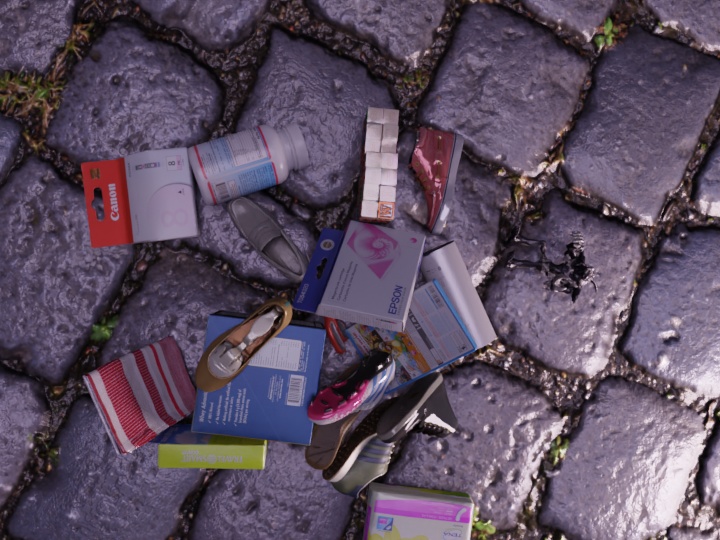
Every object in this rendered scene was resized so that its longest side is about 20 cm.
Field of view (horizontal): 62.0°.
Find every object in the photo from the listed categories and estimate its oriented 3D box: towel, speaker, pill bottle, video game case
[{"bbox_3d":[-0.360,0.205,1.016,0.023,0.200,0.145,-23,91,25],"label":"towel"},{"bbox_3d":[0.179,0.051,1.123,0.081,0.081,0.201,-25,91,-6],"label":"speaker"},{"bbox_3d":[-0.198,-0.195,1.072,0.199,0.109,0.109,-19,91,-11],"label":"pill bottle"},{"bbox_3d":[0.088,0.122,1.077,0.199,0.018,0.144,-31,93,23],"label":"video game case"}]

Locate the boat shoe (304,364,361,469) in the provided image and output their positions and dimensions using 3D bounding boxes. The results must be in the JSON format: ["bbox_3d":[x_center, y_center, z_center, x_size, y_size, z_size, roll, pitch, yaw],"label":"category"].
[{"bbox_3d":[-0.044,0.263,1.103,0.074,0.066,0.201,32,80,-1],"label":"boat shoe"}]

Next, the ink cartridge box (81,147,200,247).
[{"bbox_3d":[-0.399,-0.130,1.085,0.199,0.057,0.164,-7,90,-10],"label":"ink cartridge box"}]

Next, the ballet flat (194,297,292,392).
[{"bbox_3d":[-0.192,0.116,0.958,0.069,0.063,0.200,44,84,-2],"label":"ballet flat"}]

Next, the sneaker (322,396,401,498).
[{"bbox_3d":[0.026,0.335,1.116,0.200,0.067,0.090,-44,112,-13],"label":"sneaker"}]

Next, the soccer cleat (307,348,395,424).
[{"bbox_3d":[-0.006,0.217,1.025,0.200,0.070,0.087,-33,125,-38],"label":"soccer cleat"}]

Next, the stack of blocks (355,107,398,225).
[{"bbox_3d":[0.031,-0.189,1.095,0.058,0.115,0.202,5,88,-6],"label":"stack of blocks"}]

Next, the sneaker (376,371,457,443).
[{"bbox_3d":[0.112,0.273,1.071,0.200,0.075,0.107,-32,97,-48],"label":"sneaker"}]

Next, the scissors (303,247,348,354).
[{"bbox_3d":[-0.068,0.056,1.090,0.014,0.073,0.201,-19,103,21],"label":"scissors"}]

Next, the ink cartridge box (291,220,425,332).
[{"bbox_3d":[0.000,0.000,1.053,0.199,0.043,0.197,11,53,8],"label":"ink cartridge box"}]

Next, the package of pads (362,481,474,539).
[{"bbox_3d":[0.104,0.489,1.113,0.199,0.068,0.156,8,88,-5],"label":"package of pads"}]

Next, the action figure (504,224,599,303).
[{"bbox_3d":[0.375,-0.012,1.135,0.199,0.102,0.120,17,76,-4],"label":"action figure"}]

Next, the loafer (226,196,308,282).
[{"bbox_3d":[-0.167,-0.060,1.095,0.200,0.070,0.070,45,85,-3],"label":"loafer"}]

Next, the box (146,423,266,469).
[{"bbox_3d":[-0.264,0.306,1.052,0.198,0.122,0.048,3,91,-5],"label":"box"}]

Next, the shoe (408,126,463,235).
[{"bbox_3d":[0.130,-0.170,1.130,0.090,0.071,0.201,13,82,-4],"label":"shoe"}]

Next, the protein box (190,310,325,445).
[{"bbox_3d":[-0.174,0.183,1.057,0.199,0.135,0.200,8,88,-6],"label":"protein box"}]
